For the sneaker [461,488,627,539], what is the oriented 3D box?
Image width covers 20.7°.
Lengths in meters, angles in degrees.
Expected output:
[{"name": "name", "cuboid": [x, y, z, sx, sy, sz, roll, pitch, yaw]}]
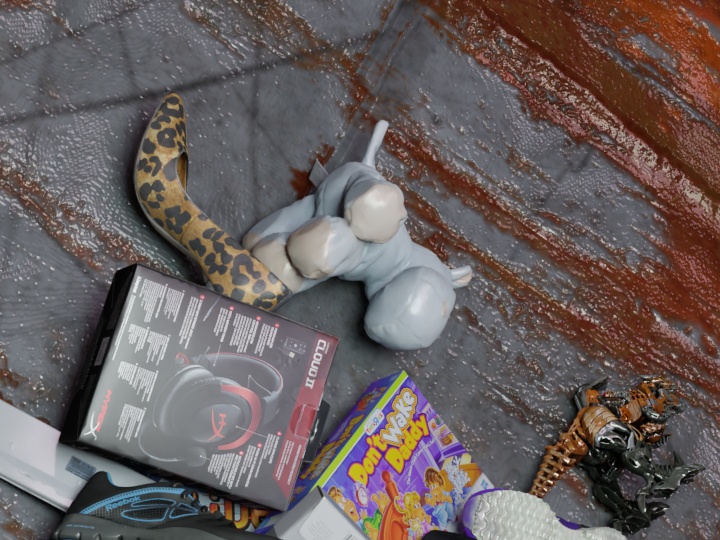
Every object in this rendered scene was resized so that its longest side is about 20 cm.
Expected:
[{"name": "sneaker", "cuboid": [0.135, 0.234, 1.684, 0.200, 0.099, 0.070, 27, 71, -42]}]

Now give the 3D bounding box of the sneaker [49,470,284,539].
[{"name": "sneaker", "cuboid": [-0.133, 0.195, 1.490, 0.200, 0.073, 0.082, 8, 48, 16]}]

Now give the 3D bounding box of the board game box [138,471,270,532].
[{"name": "board game box", "cuboid": [-0.087, 0.240, 1.609, 0.200, 0.034, 0.136, 11, 65, -25]}]

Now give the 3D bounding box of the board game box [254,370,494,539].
[{"name": "board game box", "cuboid": [0.015, 0.198, 1.631, 0.135, 0.045, 0.200, 52, 46, -13]}]

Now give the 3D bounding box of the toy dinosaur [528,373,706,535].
[{"name": "toy dinosaur", "cuboid": [0.229, 0.167, 1.797, 0.200, 0.102, 0.136, -33, 72, -17]}]

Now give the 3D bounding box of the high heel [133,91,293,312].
[{"name": "high heel", "cuboid": [-0.119, -0.053, 1.658, 0.142, 0.071, 0.200, 2, 77, 11]}]

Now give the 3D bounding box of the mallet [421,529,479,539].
[{"name": "mallet", "cuboid": [0.094, 0.294, 1.636, 0.041, 0.066, 0.200, -45, 137, -34]}]

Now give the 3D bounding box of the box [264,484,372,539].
[{"name": "box", "cuboid": [-0.051, 0.291, 1.531, 0.200, 0.041, 0.156, -44, 102, -1]}]

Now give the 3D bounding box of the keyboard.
[{"name": "keyboard", "cuboid": [-0.225, 0.164, 1.557, 0.200, 0.011, 0.056, 28, 58, -2]}]

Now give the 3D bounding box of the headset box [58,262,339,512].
[{"name": "headset box", "cuboid": [-0.118, 0.098, 1.563, 0.200, 0.075, 0.149, 20, 78, -18]}]

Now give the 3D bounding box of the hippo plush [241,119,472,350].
[{"name": "hippo plush", "cuboid": [0.000, 0.000, 1.720, 0.161, 0.159, 0.200, 55, 11, -19]}]
